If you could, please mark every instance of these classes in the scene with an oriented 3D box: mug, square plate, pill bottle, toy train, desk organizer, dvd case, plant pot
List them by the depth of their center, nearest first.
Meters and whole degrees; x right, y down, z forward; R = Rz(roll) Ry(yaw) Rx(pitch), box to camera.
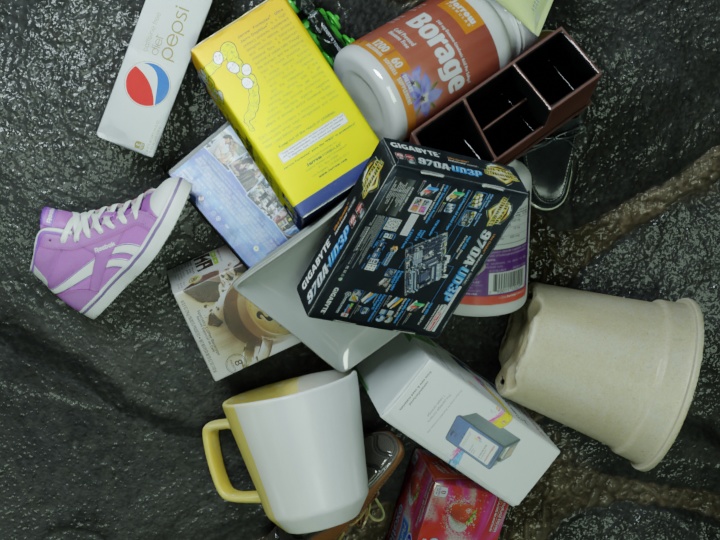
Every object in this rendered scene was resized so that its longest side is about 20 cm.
[{"bbox_3d":[0.143,-0.154,1.589,0.200,0.077,0.072,-36,79,-12],"label":"desk organizer"},{"bbox_3d":[-0.071,-0.288,1.600,0.042,0.056,0.200,-39,113,-6],"label":"toy train"},{"bbox_3d":[0.081,-0.219,1.612,0.200,0.112,0.112,-33,114,-21],"label":"pill bottle"},{"bbox_3d":[0.000,0.000,1.613,0.198,0.028,0.200,-37,134,12],"label":"square plate"},{"bbox_3d":[-0.081,-0.112,1.636,0.200,0.018,0.143,-41,86,-5],"label":"dvd case"},{"bbox_3d":[0.128,-0.061,1.696,0.111,0.111,0.201,-4,109,-12],"label":"pill bottle"},{"bbox_3d":[-0.067,0.199,1.717,0.149,0.186,0.154,-16,94,-27],"label":"mug"},{"bbox_3d":[0.256,0.102,1.754,0.183,0.201,0.201,17,105,-6],"label":"plant pot"}]

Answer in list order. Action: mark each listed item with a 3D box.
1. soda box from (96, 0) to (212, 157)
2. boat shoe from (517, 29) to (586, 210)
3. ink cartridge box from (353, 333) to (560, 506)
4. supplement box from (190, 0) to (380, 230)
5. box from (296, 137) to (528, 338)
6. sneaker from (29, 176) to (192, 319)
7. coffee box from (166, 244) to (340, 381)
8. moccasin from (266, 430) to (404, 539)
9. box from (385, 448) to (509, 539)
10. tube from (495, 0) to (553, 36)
[{"bbox_3d":[-0.201,-0.220,1.583,0.063,0.068,0.201,20,103,-9],"label":"soda box"},{"bbox_3d":[0.203,-0.158,1.707,0.074,0.062,0.201,-5,111,-13],"label":"boat shoe"},{"bbox_3d":[0.105,0.155,1.747,0.200,0.145,0.088,38,96,-21],"label":"ink cartridge box"},{"bbox_3d":[-0.070,-0.156,1.575,0.109,0.109,0.200,-33,87,-5],"label":"supplement box"},{"bbox_3d":[0.049,-0.027,1.554,0.159,0.046,0.200,10,126,-30],"label":"box"},{"bbox_3d":[-0.265,-0.043,1.612,0.114,0.073,0.200,38,116,-16],"label":"sneaker"},{"bbox_3d":[-0.092,0.018,1.689,0.200,0.080,0.113,-25,112,-4],"label":"coffee box"},{"bbox_3d":[-0.019,0.264,1.796,0.202,0.074,0.078,-54,143,11],"label":"moccasin"},{"bbox_3d":[0.091,0.319,1.828,0.099,0.095,0.201,12,106,-18],"label":"box"},{"bbox_3d":[0.118,-0.318,1.564,0.200,0.052,0.058,32,114,-24],"label":"tube"}]
